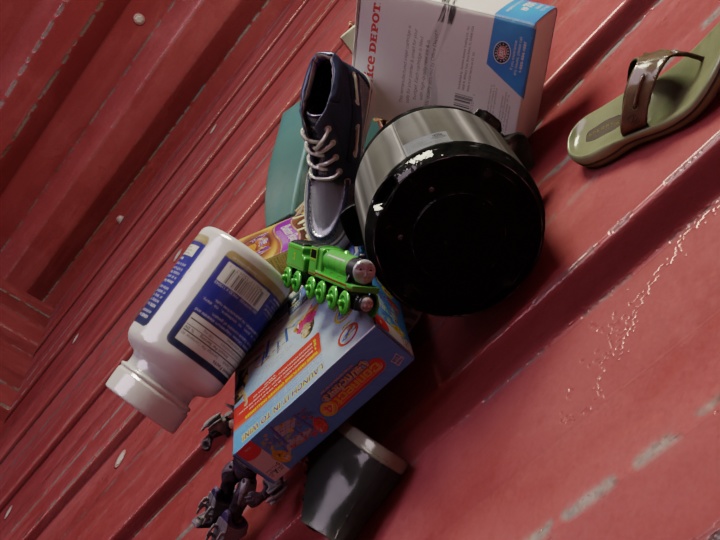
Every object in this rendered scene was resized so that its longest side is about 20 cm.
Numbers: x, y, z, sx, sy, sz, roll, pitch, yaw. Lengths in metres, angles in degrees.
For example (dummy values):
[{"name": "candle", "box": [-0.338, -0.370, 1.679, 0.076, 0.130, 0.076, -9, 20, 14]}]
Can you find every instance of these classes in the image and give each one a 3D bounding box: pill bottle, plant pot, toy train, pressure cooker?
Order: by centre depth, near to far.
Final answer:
[{"name": "toy train", "box": [-0.030, 0.003, 0.954, 0.200, 0.041, 0.057, -162, 78, -66]}, {"name": "pressure cooker", "box": [0.082, -0.070, 0.960, 0.200, 0.174, 0.180, -104, 33, -65]}, {"name": "pill bottle", "box": [-0.177, 0.066, 1.044, 0.201, 0.119, 0.119, -55, 20, -12]}, {"name": "plant pot", "box": [-0.057, -0.139, 1.451, 0.141, 0.140, 0.202, -21, 47, 57]}]

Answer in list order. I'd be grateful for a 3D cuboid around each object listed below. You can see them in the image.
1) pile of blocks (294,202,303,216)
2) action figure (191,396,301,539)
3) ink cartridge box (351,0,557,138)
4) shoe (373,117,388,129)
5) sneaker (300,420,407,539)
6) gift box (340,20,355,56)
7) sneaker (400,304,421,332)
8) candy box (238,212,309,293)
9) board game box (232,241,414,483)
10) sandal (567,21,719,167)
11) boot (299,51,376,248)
[{"name": "pile of blocks", "box": [-0.037, -0.074, 1.347, 0.200, 0.082, 0.062, -51, 19, -11]}, {"name": "action figure", "box": [-0.136, 0.233, 1.107, 0.130, 0.069, 0.201, 46, 124, 39]}, {"name": "ink cartridge box", "box": [0.098, -0.229, 1.059, 0.086, 0.198, 0.148, -43, -34, -50]}, {"name": "shoe", "box": [0.047, -0.203, 1.362, 0.071, 0.091, 0.201, -37, 28, 41]}, {"name": "sneaker", "box": [-0.037, 0.201, 0.984, 0.107, 0.075, 0.200, -57, 22, -8]}, {"name": "gift box", "box": [0.104, -0.283, 1.207, 0.186, 0.185, 0.200, -31, 10, 31]}, {"name": "sneaker", "box": [0.001, 0.088, 1.099, 0.200, 0.075, 0.082, -47, 8, 8]}, {"name": "candy box", "box": [-0.066, -0.027, 1.172, 0.198, 0.057, 0.117, -21, 21, 13]}, {"name": "board game box", "box": [-0.046, 0.084, 1.003, 0.200, 0.056, 0.196, -43, 25, 16]}, {"name": "sandal", "box": [0.254, -0.158, 0.881, 0.201, 0.057, 0.080, -34, 30, 46]}, {"name": "boot", "box": [-0.038, -0.124, 1.026, 0.072, 0.090, 0.202, 4, 83, 28]}]
